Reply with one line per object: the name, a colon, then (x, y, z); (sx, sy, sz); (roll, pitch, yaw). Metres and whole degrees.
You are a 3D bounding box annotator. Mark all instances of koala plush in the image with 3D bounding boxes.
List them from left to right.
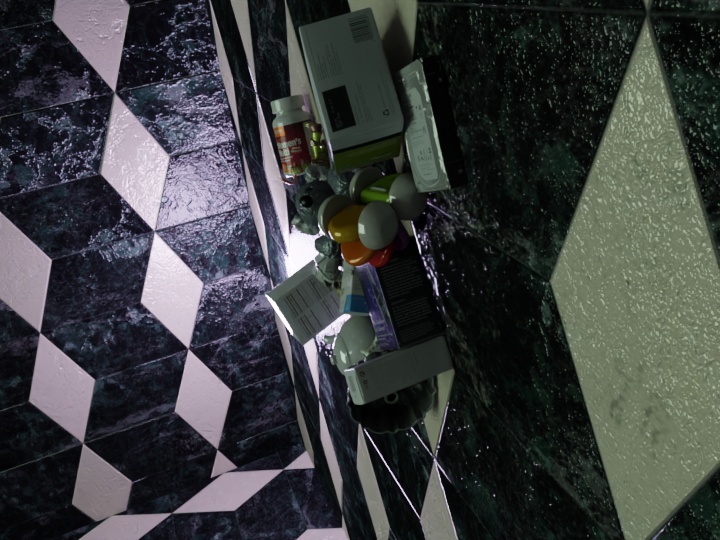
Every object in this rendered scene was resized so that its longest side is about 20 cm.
koala plush: (-0.060, -0.129, 1.429); (0.197, 0.182, 0.182); (18, 101, 35)

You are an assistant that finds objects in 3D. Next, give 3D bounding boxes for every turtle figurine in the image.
turtle figurine: (-0.105, -0.267, 1.638); (0.064, 0.197, 0.166); (4, 94, 46)

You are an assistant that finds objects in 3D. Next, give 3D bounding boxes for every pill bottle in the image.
pill bottle: (-0.178, -0.365, 1.849); (0.109, 0.107, 0.205); (-157, 52, -70)

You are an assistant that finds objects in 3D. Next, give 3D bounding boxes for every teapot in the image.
teapot: (-0.009, 0.213, 1.764); (0.201, 0.143, 0.201); (109, 142, -64)

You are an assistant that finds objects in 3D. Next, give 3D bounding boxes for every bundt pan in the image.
bundt pan: (0.062, 0.252, 1.475); (0.076, 0.197, 0.206); (-106, 7, -60)

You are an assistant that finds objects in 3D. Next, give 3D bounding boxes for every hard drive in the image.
hard drive: (0.107, -0.230, 1.099); (0.139, 0.037, 0.205); (-165, 61, -72)

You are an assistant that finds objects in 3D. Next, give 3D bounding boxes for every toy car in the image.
toy car: (0.034, -0.089, 1.247); (0.173, 0.200, 0.152); (16, 142, 49)

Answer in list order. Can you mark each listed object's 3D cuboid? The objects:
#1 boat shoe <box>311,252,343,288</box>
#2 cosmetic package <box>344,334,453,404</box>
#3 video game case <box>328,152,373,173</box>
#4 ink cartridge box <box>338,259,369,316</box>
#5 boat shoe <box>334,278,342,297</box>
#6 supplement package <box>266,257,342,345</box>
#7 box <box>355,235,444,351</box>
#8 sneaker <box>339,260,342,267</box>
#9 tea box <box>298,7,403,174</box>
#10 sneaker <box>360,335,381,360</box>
boat shoe: (-0.072, 0.000, 1.694); (0.087, 0.074, 0.202); (52, 159, 9)
cosmetic package: (0.074, 0.195, 1.341); (0.102, 0.196, 0.076); (144, 108, -74)
video game case: (-0.026, -0.274, 1.516); (0.201, 0.044, 0.185); (-127, 24, -53)
ink cartridge box: (0.000, 0.000, 1.592); (0.116, 0.066, 0.206); (160, 116, -74)
boat shoe: (-0.027, 0.064, 1.770); (0.073, 0.075, 0.200); (-70, 20, 1)
supplement package: (-0.138, 0.079, 1.921); (0.152, 0.198, 0.151); (57, 169, -14)
box: (0.074, 0.049, 1.375); (0.148, 0.102, 0.205); (143, 110, -74)
sneaker: (-0.040, -0.095, 1.738); (0.203, 0.077, 0.097); (85, -172, -47)
tea box: (-0.014, -0.304, 1.189); (0.197, 0.130, 0.205); (87, 168, -83)
sneaker: (0.048, 0.149, 1.554); (0.074, 0.113, 0.204); (106, 146, -66)
